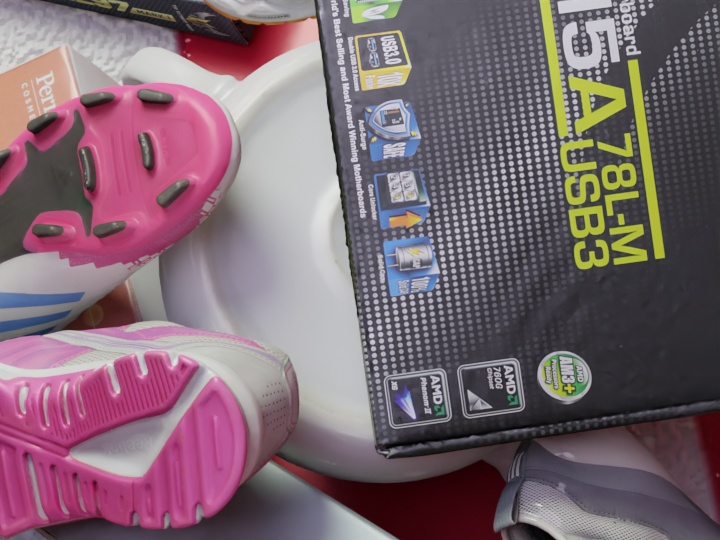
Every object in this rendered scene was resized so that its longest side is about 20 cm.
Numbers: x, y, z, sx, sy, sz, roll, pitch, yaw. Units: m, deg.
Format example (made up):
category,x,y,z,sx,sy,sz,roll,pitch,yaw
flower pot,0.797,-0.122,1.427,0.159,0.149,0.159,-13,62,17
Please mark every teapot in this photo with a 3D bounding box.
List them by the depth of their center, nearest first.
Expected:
category,x,y,z,sx,sy,sz,roll,pitch,yaw
teapot,0.000,0.000,1.099,0.196,0.146,0.201,0,78,-10

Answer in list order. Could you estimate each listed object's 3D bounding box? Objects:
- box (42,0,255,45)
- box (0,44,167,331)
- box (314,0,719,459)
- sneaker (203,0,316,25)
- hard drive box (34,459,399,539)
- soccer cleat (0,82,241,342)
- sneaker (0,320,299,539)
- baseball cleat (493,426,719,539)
category,x,y,z,sx,sy,sz,roll,pitch,yaw
box,-0.100,-0.222,1.278,0.157,0.051,0.201,14,75,17
box,-0.177,0.016,1.169,0.199,0.106,0.153,-24,66,14
box,0.087,-0.038,0.998,0.192,0.048,0.201,-7,88,0
sneaker,0.020,-0.148,1.047,0.199,0.092,0.076,-3,57,7
hard drive box,-0.022,0.139,1.074,0.200,0.156,0.077,30,80,21
soccer cleat,-0.120,-0.016,1.041,0.199,0.086,0.070,-25,70,24
sneaker,-0.105,0.062,1.001,0.199,0.088,0.082,0,97,33
baseball cleat,0.132,0.141,1.037,0.200,0.070,0.107,35,50,-11
